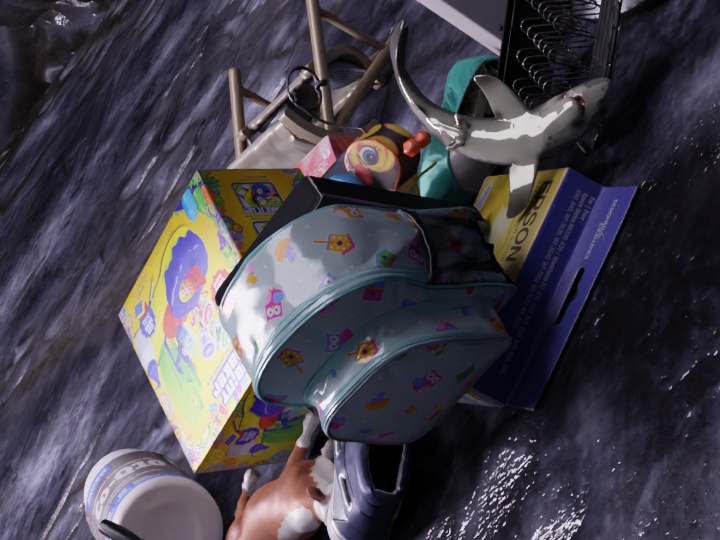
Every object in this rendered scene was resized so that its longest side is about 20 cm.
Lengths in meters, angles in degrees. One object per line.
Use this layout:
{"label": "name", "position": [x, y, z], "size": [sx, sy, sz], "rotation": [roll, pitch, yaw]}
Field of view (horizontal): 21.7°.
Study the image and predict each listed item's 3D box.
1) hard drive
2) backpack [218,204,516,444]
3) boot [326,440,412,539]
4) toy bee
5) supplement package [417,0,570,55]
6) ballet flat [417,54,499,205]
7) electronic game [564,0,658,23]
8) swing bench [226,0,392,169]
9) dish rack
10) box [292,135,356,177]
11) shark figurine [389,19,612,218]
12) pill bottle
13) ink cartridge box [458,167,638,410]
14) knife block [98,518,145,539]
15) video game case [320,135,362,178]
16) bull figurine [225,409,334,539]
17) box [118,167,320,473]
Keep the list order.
{"label": "hard drive", "position": [-0.005, -0.007, 1.515], "size": [0.140, 0.199, 0.033], "rotation": [-52, 54, 26]}
{"label": "backpack", "position": [0.002, 0.039, 1.415], "size": [0.176, 0.199, 0.154], "rotation": [-47, 47, 34]}
{"label": "boot", "position": [0.016, 0.130, 1.538], "size": [0.091, 0.072, 0.201], "rotation": [116, 161, -47]}
{"label": "toy bee", "position": [0.017, -0.075, 1.581], "size": [0.108, 0.200, 0.131], "rotation": [-7, 44, 40]}
{"label": "supplement package", "position": [0.103, -0.297, 1.762], "size": [0.122, 0.199, 0.120], "rotation": [-59, 19, 3]}
{"label": "ballet flat", "position": [0.101, -0.124, 1.728], "size": [0.070, 0.067, 0.201], "rotation": [-20, 44, 40]}
{"label": "electronic game", "position": [0.244, -0.307, 1.638], "size": [0.200, 0.041, 0.201], "rotation": [-34, 41, 36]}
{"label": "swing bench", "position": [-0.071, -0.173, 2.132], "size": [0.199, 0.129, 0.201], "rotation": [-36, 35, 47]}
{"label": "dish rack", "position": [0.170, -0.190, 1.582], "size": [0.200, 0.054, 0.155], "rotation": [-115, 28, -66]}
{"label": "box", "position": [-0.037, -0.037, 1.841], "size": [0.200, 0.099, 0.096], "rotation": [-42, 57, 40]}
{"label": "shark figurine", "position": [0.105, -0.124, 1.548], "size": [0.089, 0.213, 0.129], "rotation": [-11, -62, -59]}
{"label": "pill bottle", "position": [-0.216, 0.246, 1.901], "size": [0.114, 0.113, 0.200], "rotation": [-61, 20, -5]}
{"label": "ink cartridge box", "position": [0.120, 0.013, 1.514], "size": [0.199, 0.047, 0.200], "rotation": [-64, 18, -12]}
{"label": "knife block", "position": [-0.156, 0.281, 1.608], "size": [0.064, 0.175, 0.200], "rotation": [-63, 20, -7]}
{"label": "video game case", "position": [0.000, 0.000, 1.707], "size": [0.143, 0.019, 0.201], "rotation": [-45, 56, 35]}
{"label": "bull figurine", "position": [-0.058, 0.201, 1.648], "size": [0.200, 0.065, 0.122], "rotation": [-40, 25, 41]}
{"label": "box", "position": [-0.102, 0.044, 1.715], "size": [0.193, 0.121, 0.200], "rotation": [59, 134, 31]}
